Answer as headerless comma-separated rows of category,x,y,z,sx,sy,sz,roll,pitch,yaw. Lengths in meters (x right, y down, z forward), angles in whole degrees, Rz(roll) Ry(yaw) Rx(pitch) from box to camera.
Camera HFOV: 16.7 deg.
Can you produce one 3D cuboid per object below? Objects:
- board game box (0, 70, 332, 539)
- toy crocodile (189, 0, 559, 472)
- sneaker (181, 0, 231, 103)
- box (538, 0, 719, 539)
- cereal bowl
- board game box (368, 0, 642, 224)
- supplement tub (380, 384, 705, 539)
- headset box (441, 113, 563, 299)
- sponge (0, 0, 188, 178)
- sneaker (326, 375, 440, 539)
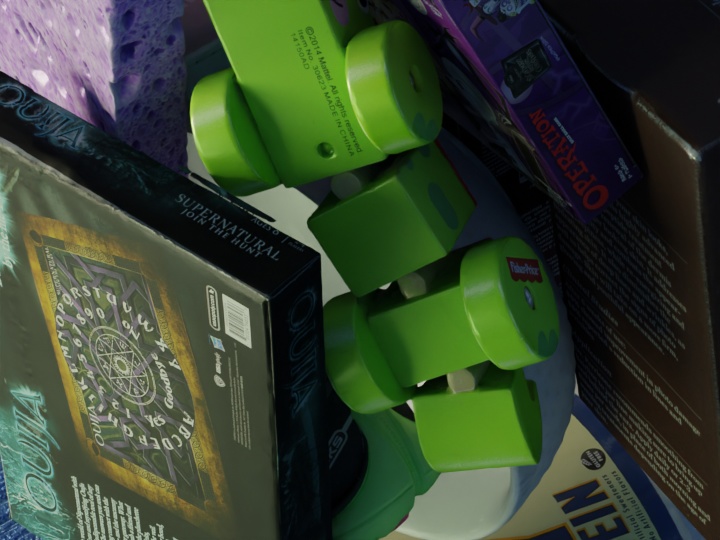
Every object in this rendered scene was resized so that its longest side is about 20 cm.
board game box,-0.068,0.041,0.788,0.135,0.028,0.200,30,143,26
toy crocodile,0.007,-0.022,0.739,0.200,0.067,0.062,61,-153,-17
sneaker,-0.101,-0.145,0.846,0.200,0.078,0.140,42,163,52
box,0.115,-0.009,0.804,0.100,0.075,0.200,50,163,41
cereal bowl,0.000,0.000,0.889,0.200,0.083,0.200,33,151,22
board game box,0.004,-0.100,0.771,0.200,0.032,0.120,44,169,53
supplement tub,0.048,0.149,1.066,0.145,0.200,0.145,55,164,24
headset box,0.034,-0.062,0.972,0.149,0.077,0.200,48,161,38
sponge,-0.093,-0.086,0.765,0.112,0.030,0.200,53,158,25
sneaker,-0.053,0.051,0.876,0.200,0.077,0.084,-8,118,46
